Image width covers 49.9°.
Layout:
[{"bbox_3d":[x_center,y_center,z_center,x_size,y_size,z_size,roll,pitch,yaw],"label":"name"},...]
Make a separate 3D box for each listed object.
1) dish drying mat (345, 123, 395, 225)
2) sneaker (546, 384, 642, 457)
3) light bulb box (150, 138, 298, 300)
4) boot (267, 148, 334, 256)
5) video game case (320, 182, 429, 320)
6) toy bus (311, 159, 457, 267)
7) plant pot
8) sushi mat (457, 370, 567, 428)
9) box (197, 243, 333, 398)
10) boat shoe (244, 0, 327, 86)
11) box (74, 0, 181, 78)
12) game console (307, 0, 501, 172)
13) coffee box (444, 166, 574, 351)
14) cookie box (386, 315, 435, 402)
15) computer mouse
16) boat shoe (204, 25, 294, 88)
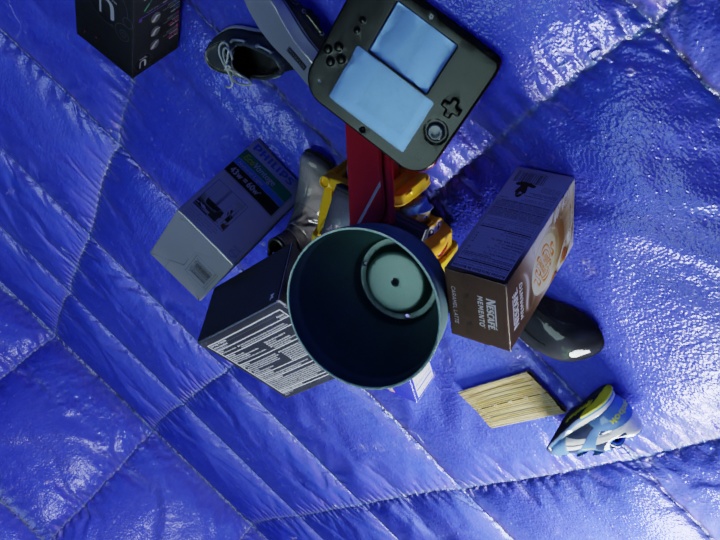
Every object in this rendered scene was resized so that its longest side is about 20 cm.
[{"bbox_3d":[0.009,-0.149,1.008,0.077,0.018,0.201,-16,72,44],"label":"dish drying mat"},{"bbox_3d":[0.353,0.250,1.187,0.082,0.074,0.200,36,149,6],"label":"sneaker"},{"bbox_3d":[-0.223,-0.082,1.300,0.125,0.200,0.198,45,148,-7],"label":"light bulb box"},{"bbox_3d":[-0.093,-0.083,1.222,0.070,0.132,0.201,27,145,25],"label":"boot"},{"bbox_3d":[0.000,0.000,1.062,0.142,0.019,0.201,28,117,19],"label":"video game case"},{"bbox_3d":[0.040,-0.094,1.089,0.199,0.136,0.193,23,128,24],"label":"toy bus"},{"bbox_3d":[0.026,0.028,0.966,0.199,0.134,0.202,8,110,22],"label":"plant pot"},{"bbox_3d":[0.254,0.222,1.315,0.096,0.012,0.200,48,147,-6],"label":"sushi mat"},{"bbox_3d":[-0.115,0.085,1.243,0.199,0.124,0.198,-26,130,35],"label":"box"},{"bbox_3d":[-0.077,-0.309,1.012,0.200,0.057,0.069,51,156,-12],"label":"boat shoe"},{"bbox_3d":[-0.341,-0.406,1.135,0.122,0.106,0.200,39,148,7],"label":"box"},{"bbox_3d":[0.045,-0.235,0.930,0.200,0.031,0.177,38,124,6],"label":"game console"},{"bbox_3d":[0.184,-0.017,0.931,0.079,0.200,0.115,17,141,30],"label":"coffee box"},{"bbox_3d":[0.030,0.122,1.382,0.170,0.075,0.201,16,139,36],"label":"cookie box"},{"bbox_3d":[0.249,0.079,1.116,0.199,0.053,0.139,25,143,26],"label":"computer mouse"},{"bbox_3d":[-0.163,-0.302,1.106,0.199,0.062,0.075,15,141,37],"label":"boat shoe"}]
